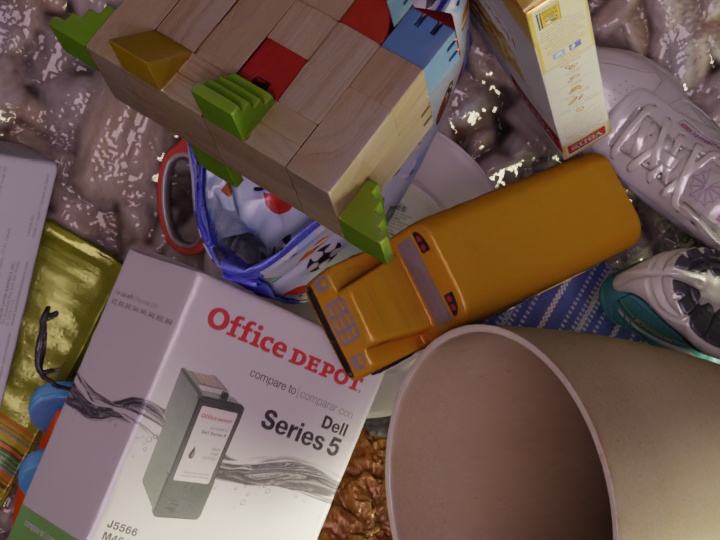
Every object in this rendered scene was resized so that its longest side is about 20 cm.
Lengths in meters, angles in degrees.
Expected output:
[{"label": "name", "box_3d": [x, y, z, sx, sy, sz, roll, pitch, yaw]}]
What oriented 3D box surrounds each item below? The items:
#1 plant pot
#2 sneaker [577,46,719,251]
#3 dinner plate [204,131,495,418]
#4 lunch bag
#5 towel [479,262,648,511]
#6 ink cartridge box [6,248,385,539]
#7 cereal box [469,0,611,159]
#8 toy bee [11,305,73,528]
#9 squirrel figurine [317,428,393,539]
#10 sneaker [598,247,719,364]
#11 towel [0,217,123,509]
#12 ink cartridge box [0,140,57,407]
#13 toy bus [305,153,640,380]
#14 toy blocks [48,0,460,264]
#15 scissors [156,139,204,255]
[{"label": "plant pot", "box_3d": [0.148, 0.116, 0.897, 0.199, 0.187, 0.188, -4, 105, -34]}, {"label": "sneaker", "box_3d": [0.195, -0.069, 0.985, 0.200, 0.100, 0.075, 34, 97, -7]}, {"label": "dinner plate", "box_3d": [0.000, 0.000, 1.037, 0.199, 0.024, 0.201, 0, 101, -2]}, {"label": "lunch bag", "box_3d": [-0.024, -0.081, 0.919, 0.123, 0.170, 0.201, 22, 87, 10]}, {"label": "towel", "box_3d": [0.152, 0.072, 1.014, 0.200, 0.024, 0.145, 37, 59, -7]}, {"label": "ink cartridge box", "box_3d": [-0.092, 0.108, 0.917, 0.145, 0.084, 0.201, 26, 84, -36]}, {"label": "cereal box", "box_3d": [0.080, -0.158, 0.892, 0.039, 0.200, 0.144, -30, 68, 1]}, {"label": "toy bee", "box_3d": [-0.152, 0.112, 0.993, 0.108, 0.200, 0.132, 10, 70, -10]}, {"label": "squirrel figurine", "box_3d": [0.033, 0.170, 1.007, 0.200, 0.142, 0.187, 33, 92, -24]}, {"label": "sneaker", "box_3d": [0.229, 0.040, 1.005, 0.200, 0.079, 0.078, 30, 64, -32]}, {"label": "towel", "box_3d": [-0.230, 0.063, 1.049, 0.086, 0.018, 0.201, 29, 100, -7]}, {"label": "ink cartridge box", "box_3d": [-0.286, -0.005, 0.953, 0.199, 0.057, 0.163, 9, 101, -37]}, {"label": "toy bus", "box_3d": [0.067, -0.004, 0.936, 0.200, 0.078, 0.065, -22, 85, -40]}, {"label": "toy blocks", "box_3d": [-0.030, -0.114, 0.800, 0.200, 0.100, 0.137, 32, 75, 21]}, {"label": "scissors", "box_3d": [-0.098, -0.110, 1.014, 0.073, 0.014, 0.201, -3, 96, 17]}]
